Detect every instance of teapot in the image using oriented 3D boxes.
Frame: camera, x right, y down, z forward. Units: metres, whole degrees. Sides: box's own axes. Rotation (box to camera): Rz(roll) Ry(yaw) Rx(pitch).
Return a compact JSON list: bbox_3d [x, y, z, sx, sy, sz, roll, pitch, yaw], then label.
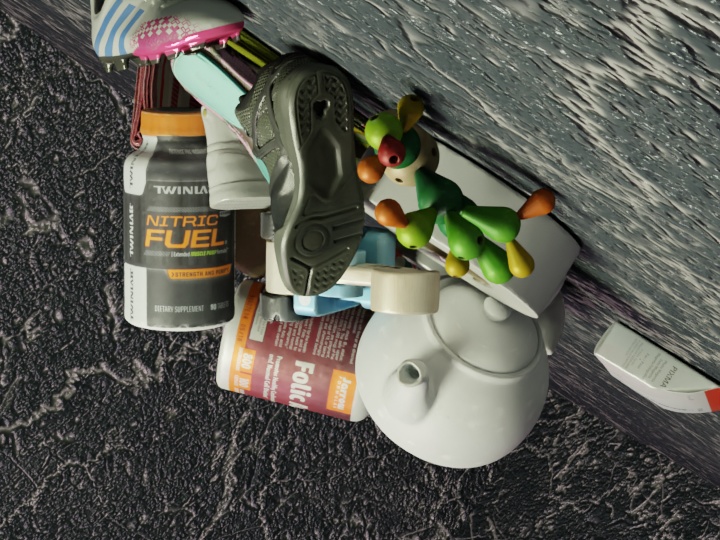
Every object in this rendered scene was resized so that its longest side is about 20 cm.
[{"bbox_3d":[0.101,0.073,1.476,0.196,0.146,0.201,14,-135,-18],"label":"teapot"}]

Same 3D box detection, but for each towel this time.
[{"bbox_3d":[-0.183,-0.168,1.614,0.023,0.145,0.200,3,171,13],"label":"towel"},{"bbox_3d":[-0.058,-0.164,1.422,0.200,0.018,0.086,34,177,-24],"label":"towel"}]

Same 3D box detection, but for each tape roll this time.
[{"bbox_3d":[0.085,-0.042,1.350,0.202,0.071,0.202,33,178,2],"label":"tape roll"}]

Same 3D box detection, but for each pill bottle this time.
[{"bbox_3d":[-0.169,-0.051,1.490,0.106,0.201,0.106,1,-170,0],"label":"pill bottle"},{"bbox_3d":[-0.035,0.086,1.599,0.199,0.115,0.114,13,177,3],"label":"pill bottle"}]

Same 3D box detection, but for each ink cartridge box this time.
[{"bbox_3d":[0.355,0.136,1.730,0.200,0.057,0.163,37,179,20],"label":"ink cartridge box"}]

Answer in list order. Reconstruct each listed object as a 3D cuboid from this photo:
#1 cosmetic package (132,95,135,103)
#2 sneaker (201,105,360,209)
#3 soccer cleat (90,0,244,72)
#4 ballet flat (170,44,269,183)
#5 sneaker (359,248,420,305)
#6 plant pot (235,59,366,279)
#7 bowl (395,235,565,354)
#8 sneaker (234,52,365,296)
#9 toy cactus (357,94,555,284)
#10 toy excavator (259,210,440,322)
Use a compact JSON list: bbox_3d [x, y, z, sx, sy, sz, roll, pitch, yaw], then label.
[{"bbox_3d":[-0.156,-0.171,1.849,0.200,0.090,0.107,37,177,-23],"label":"cosmetic package"},{"bbox_3d":[-0.055,-0.119,1.470,0.199,0.116,0.074,-2,169,-38],"label":"sneaker"},{"bbox_3d":[-0.168,-0.212,1.300,0.070,0.087,0.200,-19,-169,-35],"label":"soccer cleat"},{"bbox_3d":[-0.077,-0.131,1.375,0.200,0.069,0.071,45,-142,0],"label":"ballet flat"},{"bbox_3d":[-0.034,-0.004,1.645,0.199,0.071,0.093,-8,134,45],"label":"sneaker"},{"bbox_3d":[-0.103,-0.093,1.601,0.200,0.175,0.200,34,177,2],"label":"plant pot"},{"bbox_3d":[0.126,0.002,1.704,0.199,0.075,0.200,33,179,-11],"label":"bowl"},{"bbox_3d":[-0.050,-0.084,1.301,0.076,0.200,0.114,-13,-153,-19],"label":"sneaker"},{"bbox_3d":[0.055,-0.072,1.181,0.200,0.102,0.165,32,-162,-40],"label":"toy cactus"},{"bbox_3d":[0.000,0.000,1.428,0.199,0.101,0.194,3,-173,23],"label":"toy excavator"}]
